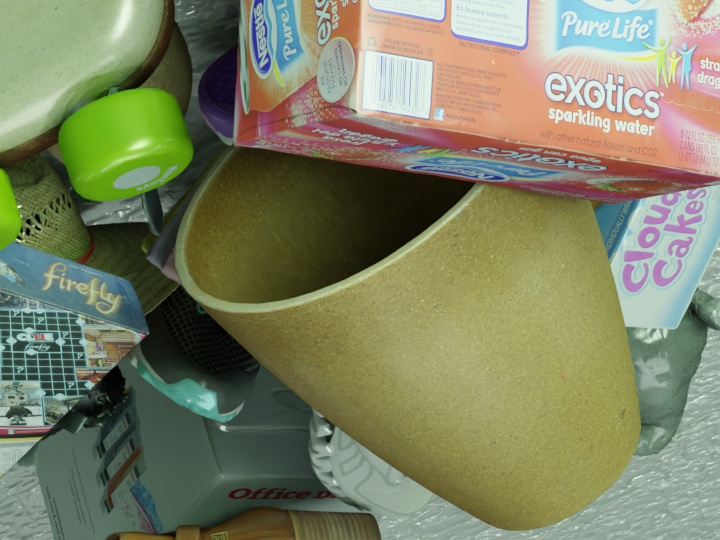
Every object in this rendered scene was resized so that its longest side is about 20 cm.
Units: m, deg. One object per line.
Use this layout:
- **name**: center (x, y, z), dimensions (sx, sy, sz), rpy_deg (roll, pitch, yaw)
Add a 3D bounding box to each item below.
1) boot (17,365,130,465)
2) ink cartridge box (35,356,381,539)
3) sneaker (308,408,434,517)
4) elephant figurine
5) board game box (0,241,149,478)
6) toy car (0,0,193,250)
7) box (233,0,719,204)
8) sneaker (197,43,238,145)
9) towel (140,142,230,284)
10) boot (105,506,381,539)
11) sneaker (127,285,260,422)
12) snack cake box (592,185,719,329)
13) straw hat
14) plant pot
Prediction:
- **boot**: center (-0.212, 0.056, 1.399), dimensions (0.162, 0.198, 0.073), rpy_deg (-26, 112, 1)
- **ink cartridge box**: center (-0.084, 0.110, 1.585), dimensions (0.145, 0.145, 0.200), rpy_deg (3, 146, -34)
- **sneaker**: center (0.016, 0.081, 1.427), dimensions (0.075, 0.081, 0.200), rpy_deg (-49, 147, -21)
- **elephant figurine**: center (0.100, 0.042, 1.605), dimensions (0.199, 0.142, 0.156), rpy_deg (8, 117, -13)
- **board game box**: center (-0.215, 0.032, 1.196), dimensions (0.200, 0.035, 0.135), rpy_deg (20, 128, -42)
- **toy car**: center (-0.141, -0.085, 1.200), dimensions (0.157, 0.165, 0.200), rpy_deg (-22, 165, 8)
- **box**: center (0.057, -0.090, 1.046), dimensions (0.200, 0.100, 0.095), rpy_deg (7, 172, -33)
- **sneaker**: center (0.005, -0.129, 1.283), dimensions (0.200, 0.081, 0.089), rpy_deg (-23, 142, 10)
- **towel**: center (0.000, 0.000, 1.334), dimensions (0.200, 0.144, 0.023), rpy_deg (37, 148, -9)
- **boot**: center (-0.086, 0.193, 1.514), dimensions (0.154, 0.074, 0.200), rpy_deg (-1, 144, -19)
- **sneaker**: center (-0.067, -0.002, 1.381), dimensions (0.077, 0.200, 0.091), rpy_deg (29, 122, -13)
- **snack cake box**: center (0.146, -0.084, 1.321), dimensions (0.067, 0.115, 0.200), rpy_deg (4, 121, -35)
- **straw hat**: center (-0.188, -0.018, 1.348), dimensions (0.201, 0.201, 0.085), rpy_deg (-19, 111, 3)
- **plant pot**: center (0.043, 0.022, 1.224), dimensions (0.186, 0.187, 0.200), rpy_deg (-25, 121, 15)
